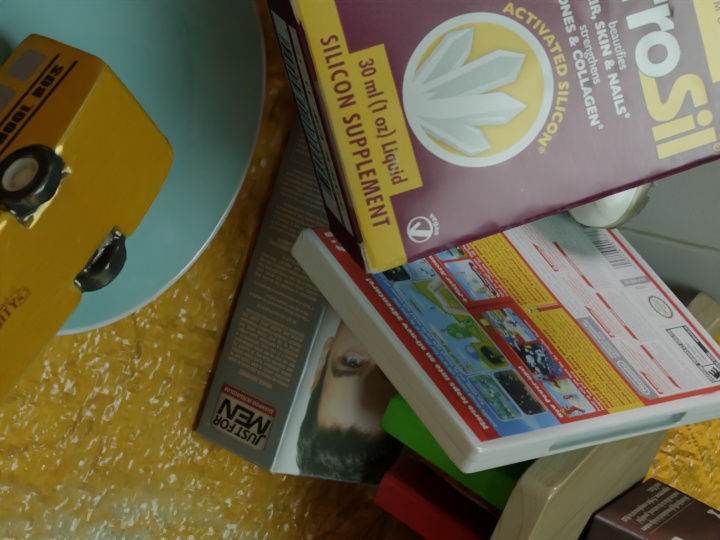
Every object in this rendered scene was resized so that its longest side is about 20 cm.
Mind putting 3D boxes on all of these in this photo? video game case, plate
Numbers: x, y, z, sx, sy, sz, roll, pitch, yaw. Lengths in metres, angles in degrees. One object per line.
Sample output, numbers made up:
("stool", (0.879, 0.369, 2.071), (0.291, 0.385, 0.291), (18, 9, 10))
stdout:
("video game case", (0.079, 0.025, 1.237), (0.199, 0.143, 0.017), (-7, 139, -44))
("plate", (-0.123, -0.070, 1.159), (0.199, 0.025, 0.202), (-19, 119, -39))

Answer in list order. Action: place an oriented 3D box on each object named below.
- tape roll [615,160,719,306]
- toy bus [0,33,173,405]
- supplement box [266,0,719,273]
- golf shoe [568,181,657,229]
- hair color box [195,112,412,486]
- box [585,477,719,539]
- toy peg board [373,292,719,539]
("tape roll", (0.230, -0.061, 1.389), (0.203, 0.138, 0.204), (14, 90, -72))
("toy bus", (-0.161, 0.002, 1.074), (0.200, 0.078, 0.065), (-53, 137, -16))
("supplement box", (0.070, -0.095, 1.155), (0.199, 0.103, 0.132), (-19, 105, -6))
("golf shoe", (0.093, -0.118, 1.299), (0.092, 0.072, 0.202), (-4, 81, -40))
("hair color box", (0.000, 0.000, 1.289), (0.099, 0.060, 0.201), (12, 98, -48))
("box", (0.131, 0.219, 1.381), (0.100, 0.075, 0.201), (-16, 131, -66))
("toy peg board", (0.072, 0.108, 1.338), (0.200, 0.098, 0.200), (-39, 157, -47))
